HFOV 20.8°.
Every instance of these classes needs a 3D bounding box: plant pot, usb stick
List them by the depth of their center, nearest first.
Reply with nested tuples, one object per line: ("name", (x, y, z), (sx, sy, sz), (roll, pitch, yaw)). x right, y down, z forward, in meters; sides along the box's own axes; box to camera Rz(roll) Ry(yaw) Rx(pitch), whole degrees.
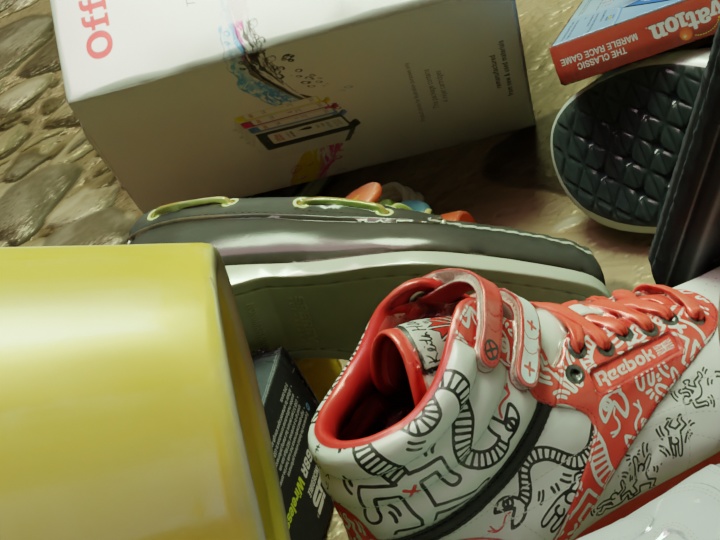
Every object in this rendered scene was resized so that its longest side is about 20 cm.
("plant pot", (-0.119, 0.075, 0.576), (0.187, 0.202, 0.201), (-13, 28, -1))
("usb stick", (0.133, -0.047, 0.672), (0.055, 0.200, 0.033), (-37, 70, -15))

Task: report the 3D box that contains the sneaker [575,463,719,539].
("sneaker", (0.112, 0.115, 0.518), (0.114, 0.076, 0.200), (-32, 31, -10))

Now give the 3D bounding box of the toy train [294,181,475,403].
("toy train", (-0.047, 0.013, 0.868), (0.199, 0.056, 0.150), (-37, 28, -11))

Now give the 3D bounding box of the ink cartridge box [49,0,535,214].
("ink cartridge box", (-0.035, -0.134, 0.907), (0.198, 0.145, 0.149), (-14, 68, 5))

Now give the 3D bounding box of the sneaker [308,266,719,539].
("sneaker", (0.072, 0.031, 0.661), (0.201, 0.108, 0.067), (-39, 29, -17))

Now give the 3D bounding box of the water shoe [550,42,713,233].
("water shoe", (0.171, -0.063, 0.787), (0.199, 0.072, 0.079), (-15, -1, 38))

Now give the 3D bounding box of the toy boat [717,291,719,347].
("toy boat", (0.208, -0.014, 0.619), (0.200, 0.131, 0.131), (-39, 59, -19))

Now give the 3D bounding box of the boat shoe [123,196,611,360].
("boat shoe", (0.000, 0.000, 0.772), (0.199, 0.072, 0.061), (-1, 49, 7))

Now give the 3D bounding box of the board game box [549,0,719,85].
("board game box", (0.140, -0.118, 0.860), (0.102, 0.020, 0.200), (-20, 9, 14))

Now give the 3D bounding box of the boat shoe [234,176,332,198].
("boat shoe", (-0.036, -0.085, 1.006), (0.071, 0.066, 0.201), (8, 46, 46))

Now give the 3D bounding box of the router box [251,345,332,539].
("router box", (-0.098, 0.126, 0.721), (0.149, 0.062, 0.201), (-17, 31, 22))
